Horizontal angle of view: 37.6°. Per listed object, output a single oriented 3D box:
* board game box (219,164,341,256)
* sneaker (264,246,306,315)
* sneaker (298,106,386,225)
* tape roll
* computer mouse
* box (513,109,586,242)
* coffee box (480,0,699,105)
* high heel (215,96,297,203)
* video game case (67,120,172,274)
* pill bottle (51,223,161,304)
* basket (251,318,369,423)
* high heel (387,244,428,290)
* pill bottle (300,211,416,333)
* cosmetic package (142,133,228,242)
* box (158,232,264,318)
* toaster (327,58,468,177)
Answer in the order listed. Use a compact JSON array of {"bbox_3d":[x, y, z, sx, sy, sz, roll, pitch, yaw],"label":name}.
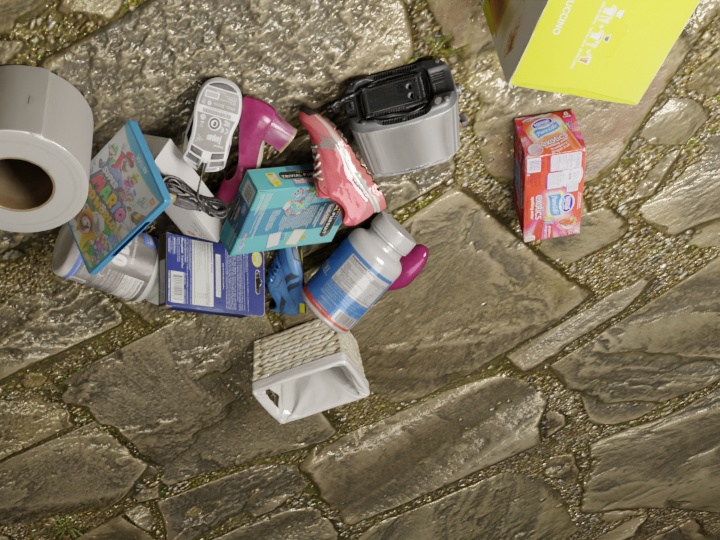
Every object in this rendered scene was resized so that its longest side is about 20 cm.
[{"bbox_3d":[-0.111,-0.100,1.686,0.198,0.047,0.152,-10,146,-36],"label":"board game box"},{"bbox_3d":[-0.136,0.009,1.848,0.077,0.067,0.202,-1,139,-2],"label":"sneaker"},{"bbox_3d":[-0.044,-0.154,1.604,0.086,0.074,0.201,-37,102,-3],"label":"sneaker"},{"bbox_3d":[-0.489,-0.172,1.521,0.199,0.141,0.204,-4,140,-4],"label":"tape roll"},{"bbox_3d":[-0.226,-0.186,1.570,0.108,0.044,0.203,15,97,-18],"label":"computer mouse"},{"bbox_3d":[0.303,-0.151,1.712,0.098,0.096,0.201,-8,140,1],"label":"box"},{"bbox_3d":[0.296,-0.366,1.383,0.197,0.200,0.201,6,138,-16],"label":"coffee box"},{"bbox_3d":[-0.189,-0.182,1.626,0.095,0.068,0.199,35,133,-19],"label":"high heel"},{"bbox_3d":[-0.373,-0.107,1.587,0.199,0.145,0.018,-37,160,30],"label":"video game case"},{"bbox_3d":[-0.394,-0.016,1.738,0.198,0.115,0.114,22,132,-31],"label":"pill bottle"},{"bbox_3d":[-0.097,0.185,2.014,0.197,0.125,0.136,-19,139,13],"label":"basket"},{"bbox_3d":[0.026,0.002,1.860,0.095,0.068,0.199,19,137,-43],"label":"high heel"},{"bbox_3d":[0.000,0.000,1.798,0.200,0.113,0.112,-48,130,10],"label":"pill bottle"},{"bbox_3d":[-0.287,-0.127,1.649,0.082,0.051,0.201,15,153,35],"label":"cosmetic package"},{"bbox_3d":[-0.247,0.012,1.766,0.198,0.123,0.032,10,162,-40],"label":"box"},{"bbox_3d":[0.060,-0.221,1.578,0.197,0.115,0.130,-15,142,5],"label":"toaster"}]
